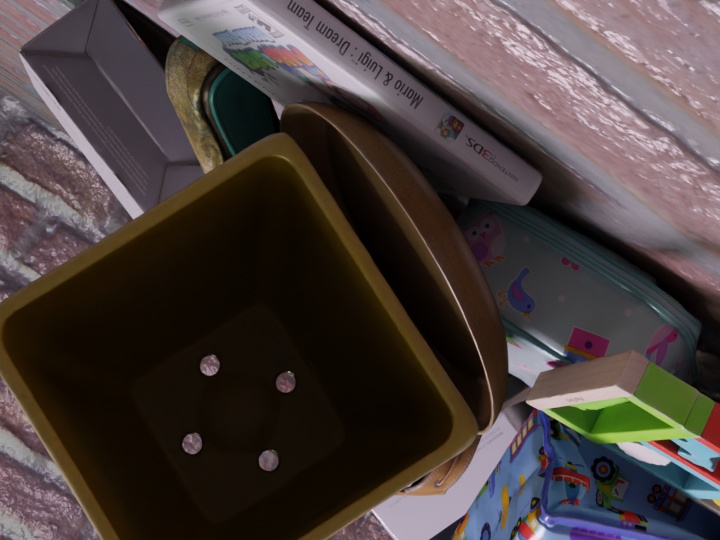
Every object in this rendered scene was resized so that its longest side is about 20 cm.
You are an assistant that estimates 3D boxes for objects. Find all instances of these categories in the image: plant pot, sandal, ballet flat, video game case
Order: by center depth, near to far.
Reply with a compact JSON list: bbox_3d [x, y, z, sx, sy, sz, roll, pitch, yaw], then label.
[{"bbox_3d":[0.021,-0.005,0.786,0.201,0.027,0.200,54,165,21],"label":"plant pot"},{"bbox_3d":[-0.014,-0.097,0.798,0.181,0.024,0.200,35,175,-19],"label":"video game case"},{"bbox_3d":[-0.072,0.072,0.856,0.195,0.195,0.200,57,173,7],"label":"plant pot"},{"bbox_3d":[-0.080,-0.078,0.970,0.070,0.071,0.201,30,153,32],"label":"ballet flat"},{"bbox_3d":[0.059,0.116,0.985,0.055,0.199,0.082,62,160,10],"label":"sandal"}]

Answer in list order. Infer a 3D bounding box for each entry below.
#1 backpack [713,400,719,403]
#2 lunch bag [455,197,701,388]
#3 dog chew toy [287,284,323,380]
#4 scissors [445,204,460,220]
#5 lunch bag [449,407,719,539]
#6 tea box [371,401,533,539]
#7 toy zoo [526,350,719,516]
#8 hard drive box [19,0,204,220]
[{"bbox_3d":[0.249,0.172,0.954,0.198,0.127,0.168,21,131,5],"label":"backpack"},{"bbox_3d":[0.125,0.034,0.878,0.160,0.077,0.200,30,174,18],"label":"lunch bag"},{"bbox_3d":[0.000,0.000,0.975,0.124,0.124,0.201,27,142,50],"label":"dog chew toy"},{"bbox_3d":[0.100,-0.006,1.009,0.199,0.014,0.073,33,173,17],"label":"scissors"},{"bbox_3d":[0.166,0.179,0.872,0.198,0.151,0.095,18,-139,-9],"label":"lunch bag"},{"bbox_3d":[0.121,0.187,1.191,0.197,0.133,0.200,52,-167,-9],"label":"tea box"},{"bbox_3d":[0.190,0.103,0.746,0.199,0.021,0.131,31,167,-6],"label":"toy zoo"},{"bbox_3d":[-0.179,-0.114,1.131,0.156,0.077,0.200,53,172,-7],"label":"hard drive box"}]
